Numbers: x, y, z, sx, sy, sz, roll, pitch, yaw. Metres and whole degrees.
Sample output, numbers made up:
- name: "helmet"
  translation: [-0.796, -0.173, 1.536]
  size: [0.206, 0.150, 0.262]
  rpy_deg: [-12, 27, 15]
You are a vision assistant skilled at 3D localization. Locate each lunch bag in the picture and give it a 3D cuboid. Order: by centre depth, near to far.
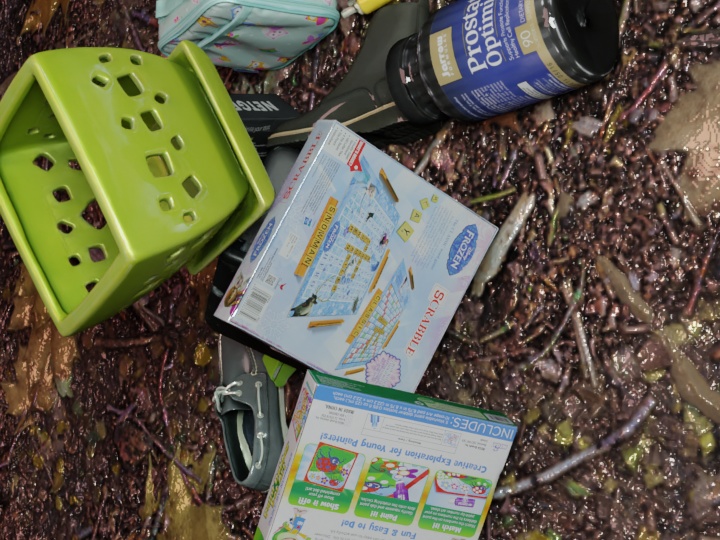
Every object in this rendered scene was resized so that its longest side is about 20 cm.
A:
- name: "lunch bag"
  translation: [-0.124, -0.269, 1.377]
  size: [0.200, 0.160, 0.077]
  rpy_deg: [-20, 72, 60]

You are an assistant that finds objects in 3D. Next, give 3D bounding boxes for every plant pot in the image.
- name: "plant pot"
  translation: [-0.202, -0.082, 1.170]
  size: [0.199, 0.181, 0.201]
  rpy_deg: [-37, 77, 53]

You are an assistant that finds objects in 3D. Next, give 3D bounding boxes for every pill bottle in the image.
- name: "pill bottle"
  translation: [0.123, -0.197, 1.182]
  size: [0.200, 0.112, 0.112]
  rpy_deg: [-15, 75, 42]

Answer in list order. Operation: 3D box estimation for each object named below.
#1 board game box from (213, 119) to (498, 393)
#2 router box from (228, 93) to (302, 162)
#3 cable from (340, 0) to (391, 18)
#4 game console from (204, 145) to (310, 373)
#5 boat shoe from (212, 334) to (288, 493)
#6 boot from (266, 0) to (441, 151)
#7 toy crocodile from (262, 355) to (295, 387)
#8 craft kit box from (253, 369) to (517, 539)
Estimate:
- name: "board game box"
  translation: [0.000, 0.000, 1.182]
  size: [0.200, 0.199, 0.041]
  rpy_deg: [-61, 26, -6]
- name: "router box"
  translation: [-0.158, -0.112, 1.384]
  size: [0.051, 0.200, 0.149]
  rpy_deg: [39, 113, 18]
- name: "cable"
  translation: [0.067, -0.314, 1.311]
  size: [0.199, 0.050, 0.097]
  rpy_deg: [-10, 48, 29]
- name: "game console"
  translation: [-0.033, 0.006, 1.299]
  size: [0.199, 0.117, 0.176]
  rpy_deg: [24, 136, 4]
- name: "boat shoe"
  translation: [-0.124, 0.143, 1.418]
  size: [0.073, 0.062, 0.201]
  rpy_deg: [-31, 64, 38]
- name: "boot"
  translation: [-0.005, -0.193, 1.342]
  size: [0.199, 0.077, 0.139]
  rpy_deg: [-8, 75, 30]
- name: "toy crocodile"
  translation: [-0.049, 0.032, 1.364]
  size: [0.201, 0.062, 0.068]
  rpy_deg: [-66, 31, 20]
- name: "craft kit box"
  translation: [0.019, 0.205, 1.182]
  size: [0.049, 0.199, 0.198]
  rpy_deg: [-140, 66, -69]
